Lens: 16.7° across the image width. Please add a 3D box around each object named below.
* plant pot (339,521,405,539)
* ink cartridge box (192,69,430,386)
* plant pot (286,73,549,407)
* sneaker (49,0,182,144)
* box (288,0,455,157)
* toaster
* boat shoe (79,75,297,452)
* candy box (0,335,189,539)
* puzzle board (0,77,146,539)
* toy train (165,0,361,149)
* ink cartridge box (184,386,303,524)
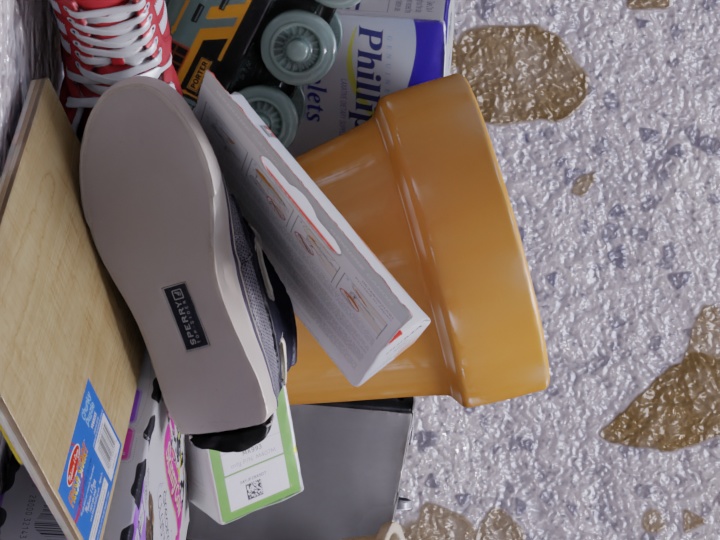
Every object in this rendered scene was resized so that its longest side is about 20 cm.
[{"bbox_3d":[-0.068,0.256,1.525,0.200,0.183,0.201,-1,90,-82],"label":"plant pot"},{"bbox_3d":[-0.024,-0.029,1.279,0.162,0.050,0.200,51,-16,5],"label":"ink cartridge box"},{"bbox_3d":[0.000,0.000,1.496,0.200,0.183,0.200,164,-90,-89],"label":"plant pot"},{"bbox_3d":[-0.126,-0.115,1.233,0.200,0.071,0.113,81,3,-83],"label":"sneaker"},{"bbox_3d":[-0.039,-0.151,1.649,0.184,0.200,0.105,-79,172,-67],"label":"box"},{"bbox_3d":[-0.064,0.122,1.684,0.181,0.200,0.119,-174,-91,-86],"label":"toaster"},{"bbox_3d":[-0.086,-0.013,1.266,0.093,0.075,0.200,-62,141,-67],"label":"boat shoe"},{"bbox_3d":[-0.138,0.141,1.286,0.200,0.071,0.168,-84,175,-50],"label":"candy box"},{"bbox_3d":[-0.146,0.023,1.185,0.200,0.017,0.151,-82,156,-51],"label":"puzzle board"},{"bbox_3d":[-0.065,-0.155,1.486,0.200,0.114,0.085,-62,-175,16],"label":"toy train"},{"bbox_3d":[-0.095,0.032,1.385,0.104,0.059,0.200,29,-45,54],"label":"ink cartridge box"}]
